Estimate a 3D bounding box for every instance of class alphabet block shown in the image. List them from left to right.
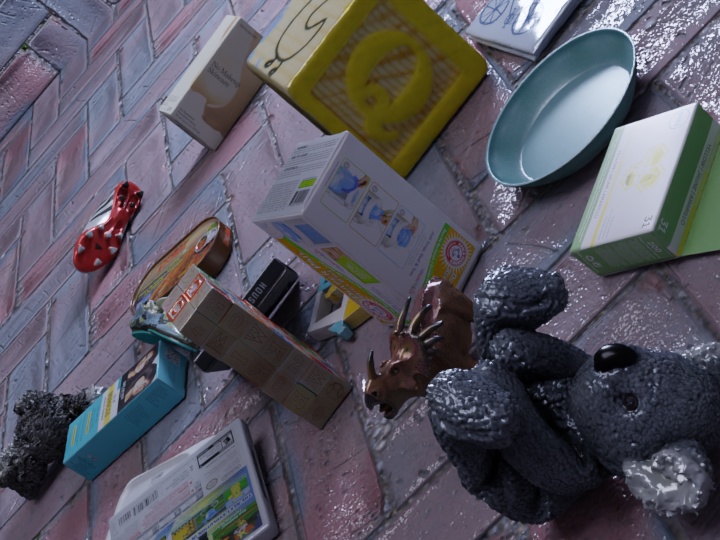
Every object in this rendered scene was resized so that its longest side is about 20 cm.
[{"bbox_3d":[0.004,-0.253,1.679,0.196,0.196,0.200,-53,26,2],"label":"alphabet block"}]

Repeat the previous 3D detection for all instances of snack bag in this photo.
[{"bbox_3d":[0.225,-0.346,1.629,0.201,0.021,0.188,-53,26,0],"label":"snack bag"}]

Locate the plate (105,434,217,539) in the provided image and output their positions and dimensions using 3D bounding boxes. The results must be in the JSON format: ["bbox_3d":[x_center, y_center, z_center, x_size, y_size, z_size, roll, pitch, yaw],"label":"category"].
[{"bbox_3d":[-0.243,0.295,1.583,0.199,0.032,0.201,-31,33,38],"label":"plate"}]

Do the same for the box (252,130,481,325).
[{"bbox_3d":[0.008,-0.037,1.394,0.112,0.200,0.102,-4,52,59],"label":"box"}]

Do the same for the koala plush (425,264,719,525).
[{"bbox_3d":[0.183,0.106,1.015,0.198,0.185,0.178,-4,37,31],"label":"koala plush"}]

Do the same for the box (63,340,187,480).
[{"bbox_3d":[-0.314,0.188,1.813,0.200,0.049,0.083,-42,28,22],"label":"box"}]

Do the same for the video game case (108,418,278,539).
[{"bbox_3d":[-0.185,0.277,1.470,0.199,0.022,0.183,-38,34,9],"label":"video game case"}]

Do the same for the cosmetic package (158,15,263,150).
[{"bbox_3d":[-0.230,-0.310,2.239,0.201,0.105,0.071,-56,28,-4],"label":"cosmetic package"}]

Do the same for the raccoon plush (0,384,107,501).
[{"bbox_3d":[-0.442,0.238,1.903,0.200,0.096,0.135,-33,38,48],"label":"raccoon plush"}]

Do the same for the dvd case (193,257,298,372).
[{"bbox_3d":[-0.131,0.055,1.605,0.151,0.025,0.200,-53,-4,-2],"label":"dvd case"}]

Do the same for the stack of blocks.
[{"bbox_3d":[-0.115,0.078,1.452,0.059,0.200,0.115,-52,27,0],"label":"stack of blocks"}]

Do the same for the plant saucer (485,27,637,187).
[{"bbox_3d":[0.213,-0.159,1.398,0.200,0.036,0.201,-39,30,27],"label":"plant saucer"}]

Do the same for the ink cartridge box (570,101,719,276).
[{"bbox_3d":[0.284,-0.078,1.170,0.199,0.048,0.146,-16,43,54],"label":"ink cartridge box"}]

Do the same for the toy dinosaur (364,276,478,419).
[{"bbox_3d":[0.070,0.056,1.249,0.086,0.135,0.201,-36,30,30],"label":"toy dinosaur"}]

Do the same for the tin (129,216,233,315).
[{"bbox_3d":[-0.259,0.002,1.970,0.200,0.042,0.113,-38,33,27],"label":"tin"}]

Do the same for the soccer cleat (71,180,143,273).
[{"bbox_3d":[-0.439,-0.069,2.329,0.085,0.068,0.201,-31,29,53],"label":"soccer cleat"}]

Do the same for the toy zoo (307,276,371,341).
[{"bbox_3d":[0.000,0.000,1.565,0.131,0.020,0.201,-31,34,37],"label":"toy zoo"}]

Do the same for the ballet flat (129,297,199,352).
[{"bbox_3d":[-0.261,0.068,1.848,0.199,0.074,0.075,5,60,58],"label":"ballet flat"}]
